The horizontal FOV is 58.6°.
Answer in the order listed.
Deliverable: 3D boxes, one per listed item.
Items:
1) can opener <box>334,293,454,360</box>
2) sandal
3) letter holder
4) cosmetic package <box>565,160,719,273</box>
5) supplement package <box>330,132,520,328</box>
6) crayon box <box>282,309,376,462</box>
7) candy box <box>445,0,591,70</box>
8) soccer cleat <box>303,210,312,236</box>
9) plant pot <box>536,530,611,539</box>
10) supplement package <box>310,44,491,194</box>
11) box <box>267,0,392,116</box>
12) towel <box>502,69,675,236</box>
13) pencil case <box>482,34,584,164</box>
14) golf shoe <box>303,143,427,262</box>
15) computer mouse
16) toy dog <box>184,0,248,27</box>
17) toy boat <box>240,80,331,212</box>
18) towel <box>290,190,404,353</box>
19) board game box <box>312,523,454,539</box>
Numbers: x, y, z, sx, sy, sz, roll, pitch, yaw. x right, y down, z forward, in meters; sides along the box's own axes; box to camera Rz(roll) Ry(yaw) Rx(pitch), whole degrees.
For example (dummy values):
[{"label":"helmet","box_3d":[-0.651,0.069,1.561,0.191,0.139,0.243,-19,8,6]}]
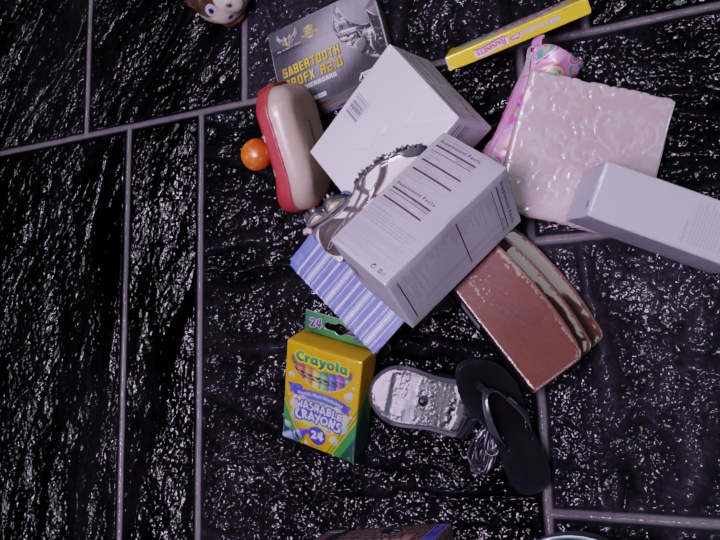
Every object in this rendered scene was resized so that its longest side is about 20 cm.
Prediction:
[{"label":"can opener","box_3d":[0.049,0.070,0.968,0.200,0.079,0.063,-30,35,13]},{"label":"sandal","box_3d":[0.199,0.205,0.861,0.076,0.043,0.200,-30,87,-4]},{"label":"letter holder","box_3d":[0.219,0.041,0.853,0.142,0.101,0.200,-37,74,1]},{"label":"cosmetic package","box_3d":[0.368,-0.062,0.784,0.200,0.101,0.071,20,92,2]},{"label":"supplement package","box_3d":[0.085,-0.051,0.797,0.200,0.114,0.110,-44,52,-8]},{"label":"crayon box","box_3d":[-0.048,0.171,0.955,0.126,0.052,0.200,14,110,24]},{"label":"candy box","box_3d":[0.222,-0.341,0.917,0.200,0.102,0.026,-18,112,20]},{"label":"soccer cleat","box_3d":[-0.031,-0.023,1.007,0.085,0.069,0.200,-14,55,-18]},{"label":"plant pot","box_3d":[0.273,0.410,0.780,0.200,0.134,0.201,-3,83,22]},{"label":"supplement package","box_3d":[0.055,-0.191,0.936,0.200,0.111,0.156,-48,68,28]},{"label":"box","box_3d":[-0.045,-0.351,1.058,0.200,0.048,0.159,-17,78,20]},{"label":"towel","box_3d":[0.293,-0.152,0.850,0.200,0.032,0.191,13,96,0]},{"label":"pencil case","box_3d":[0.236,-0.220,0.901,0.087,0.087,0.200,26,96,24]},{"label":"golf shoe","box_3d":[0.022,-0.088,0.853,0.200,0.078,0.095,-36,80,26]},{"label":"computer mouse","box_3d":[0.110,0.198,0.926,0.200,0.053,0.139,16,88,12]},{"label":"toy dog","box_3d":[-0.235,-0.534,1.118,0.194,0.139,0.200,14,89,37]},{"label":"toy boat","box_3d":[-0.129,-0.188,1.011,0.130,0.131,0.200,-8,107,24]},{"label":"towel","box_3d":[0.000,0.000,0.907,0.200,0.024,0.145,46,109,21]},{"label":"board game box","box_3d":[0.017,0.419,0.874,0.200,0.159,0.097,-12,79,21]}]
